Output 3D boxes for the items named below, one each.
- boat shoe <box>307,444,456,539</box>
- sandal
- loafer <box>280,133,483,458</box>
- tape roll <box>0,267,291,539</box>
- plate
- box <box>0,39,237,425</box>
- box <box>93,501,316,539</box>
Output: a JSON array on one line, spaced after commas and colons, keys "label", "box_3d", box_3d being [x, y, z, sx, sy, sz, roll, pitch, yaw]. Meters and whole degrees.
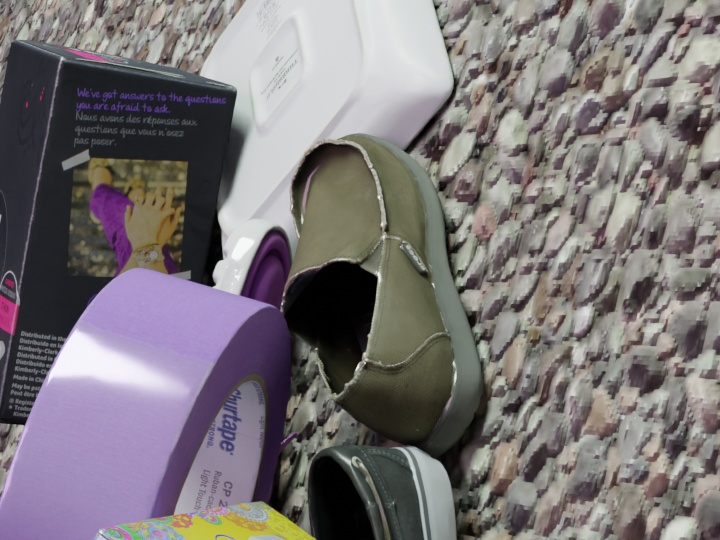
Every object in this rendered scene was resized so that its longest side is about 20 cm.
[{"label": "boat shoe", "box_3d": [0.010, 0.168, 0.959, 0.069, 0.056, 0.201, -38, 48, 45]}, {"label": "sandal", "box_3d": [-0.058, 0.073, 1.130, 0.050, 0.082, 0.204, 6, 83, 23]}, {"label": "loafer", "box_3d": [0.000, 0.000, 1.060, 0.075, 0.069, 0.200, -55, 35, 26]}, {"label": "tape roll", "box_3d": [-0.095, 0.103, 0.992, 0.200, 0.065, 0.201, 17, -90, -78]}, {"label": "plate", "box_3d": [-0.033, -0.103, 1.215, 0.200, 0.032, 0.200, -50, 36, 35]}, {"label": "box", "box_3d": [-0.151, -0.019, 1.252, 0.122, 0.106, 0.201, -156, 76, -66]}, {"label": "box", "box_3d": [-0.034, 0.225, 0.855, 0.200, 0.122, 0.193, 34, 106, 25]}]
